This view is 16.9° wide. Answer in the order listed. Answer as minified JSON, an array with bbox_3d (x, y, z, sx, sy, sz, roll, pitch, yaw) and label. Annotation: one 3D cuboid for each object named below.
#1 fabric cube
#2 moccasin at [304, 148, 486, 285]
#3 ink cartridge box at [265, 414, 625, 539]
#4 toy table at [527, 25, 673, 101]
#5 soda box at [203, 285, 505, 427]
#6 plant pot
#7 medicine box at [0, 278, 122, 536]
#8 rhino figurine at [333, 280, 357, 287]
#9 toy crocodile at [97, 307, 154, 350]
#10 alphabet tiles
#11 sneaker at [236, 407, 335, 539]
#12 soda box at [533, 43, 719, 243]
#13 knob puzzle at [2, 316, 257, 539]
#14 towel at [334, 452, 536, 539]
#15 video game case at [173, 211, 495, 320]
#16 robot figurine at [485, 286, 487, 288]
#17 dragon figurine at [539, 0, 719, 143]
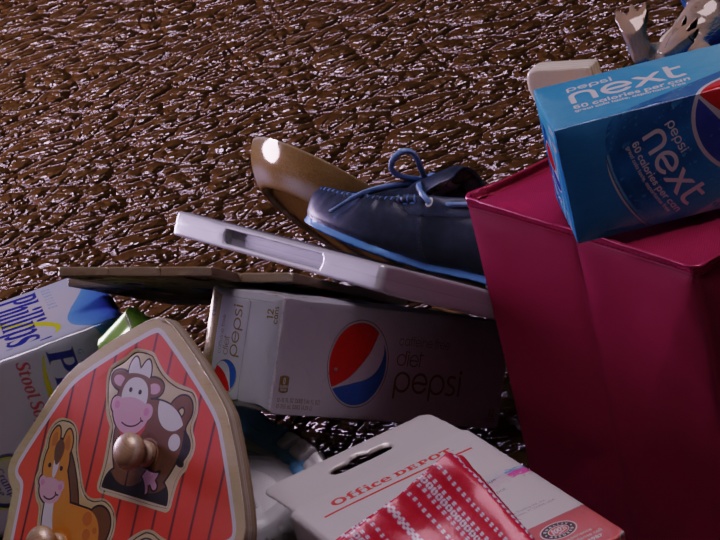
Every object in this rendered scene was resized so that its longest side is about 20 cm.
[{"bbox_3d":[0.202,0.031,1.298,0.196,0.200,0.200,-26,25,-25],"label":"fabric cube"},{"bbox_3d":[0.060,-0.030,1.449,0.200,0.068,0.080,15,1,30],"label":"moccasin"},{"bbox_3d":[0.044,0.152,1.280,0.116,0.068,0.200,-23,25,-21],"label":"ink cartridge box"},{"bbox_3d":[0.212,-0.093,1.694,0.183,0.117,0.200,-6,23,19],"label":"toy table"},{"bbox_3d":[-0.001,0.052,1.426,0.064,0.068,0.200,8,1,43],"label":"soda box"},{"bbox_3d":[0.007,-0.023,1.602,0.200,0.200,0.028,21,76,54],"label":"plant pot"},{"bbox_3d":[-0.232,0.092,1.496,0.200,0.103,0.182,-21,13,-8],"label":"medicine box"},{"bbox_3d":[-0.056,0.056,1.576,0.200,0.060,0.087,-30,23,-25],"label":"rhino figurine"},{"bbox_3d":[-0.111,0.115,1.348,0.062,0.200,0.067,1,-28,-40],"label":"toy crocodile"},{"bbox_3d":[-0.087,0.010,1.446,0.167,0.008,0.200,0,-6,24],"label":"alphabet tiles"},{"bbox_3d":[-0.083,0.122,1.428,0.087,0.075,0.200,-32,24,-15],"label":"sneaker"},{"bbox_3d":[0.193,-0.076,1.213,0.200,0.064,0.068,-15,22,1],"label":"soda box"},{"bbox_3d":[-0.133,0.122,1.309,0.219,0.220,0.030,9,-4,44],"label":"knob puzzle"},{"bbox_3d":[0.006,0.187,1.147,0.200,0.023,0.145,-35,54,-9],"label":"towel"},{"bbox_3d":[0.000,0.000,1.468,0.143,0.018,0.200,13,1,-41],"label":"video game case"},{"bbox_3d":[0.174,-0.015,1.517,0.200,0.150,0.125,-20,68,-14],"label":"robot figurine"},{"bbox_3d":[0.184,-0.107,1.296,0.059,0.100,0.200,12,53,45],"label":"dragon figurine"}]
